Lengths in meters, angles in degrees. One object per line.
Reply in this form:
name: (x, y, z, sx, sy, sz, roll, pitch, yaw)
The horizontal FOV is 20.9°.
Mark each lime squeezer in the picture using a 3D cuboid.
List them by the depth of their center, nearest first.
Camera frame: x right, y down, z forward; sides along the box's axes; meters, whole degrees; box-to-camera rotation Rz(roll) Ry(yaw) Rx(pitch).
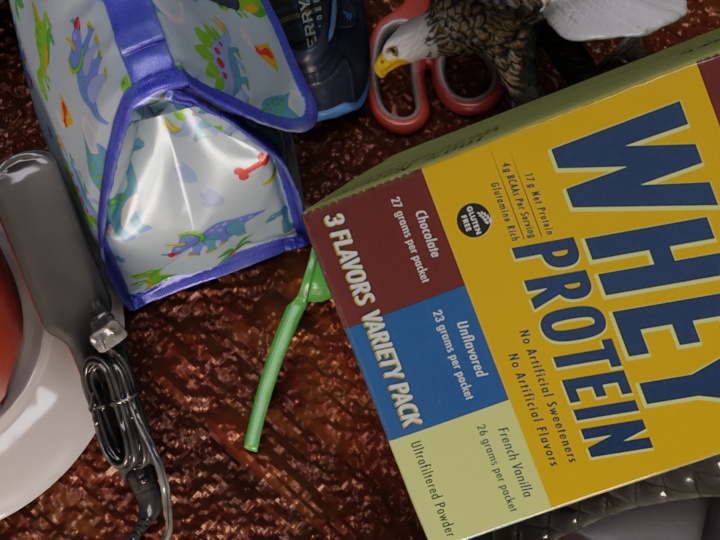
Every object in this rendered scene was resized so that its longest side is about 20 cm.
lime squeezer: (0.000, 0.000, 0.961, 0.200, 0.038, 0.071, -40, 100, -11)

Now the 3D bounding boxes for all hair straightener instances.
hair straightener: (-0.128, 0.041, 0.899, 0.041, 0.077, 0.201, -16, 94, -11)

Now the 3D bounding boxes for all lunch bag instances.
lunch bag: (-0.101, -0.105, 0.920, 0.127, 0.200, 0.171, -22, 66, -3)

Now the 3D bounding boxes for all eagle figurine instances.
eagle figurine: (0.047, -0.145, 0.922, 0.151, 0.152, 0.200, -34, 96, 4)

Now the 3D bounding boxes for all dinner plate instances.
dinner plate: (-0.217, 0.035, 0.971, 0.199, 0.024, 0.201, -2, 66, 5)

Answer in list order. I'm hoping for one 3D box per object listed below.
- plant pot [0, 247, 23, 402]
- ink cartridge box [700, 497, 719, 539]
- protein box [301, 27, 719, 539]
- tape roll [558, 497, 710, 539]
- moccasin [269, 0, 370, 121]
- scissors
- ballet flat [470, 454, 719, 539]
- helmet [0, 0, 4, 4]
plant pot: (-0.246, -0.002, 0.870, 0.200, 0.195, 0.202, -3, 67, 6)
ink cartridge box: (0.236, 0.164, 0.789, 0.199, 0.083, 0.146, 10, 35, 3)
protein box: (0.107, -0.008, 0.776, 0.198, 0.200, 0.136, -21, 95, 13)
tape roll: (0.146, 0.042, 0.920, 0.202, 0.037, 0.204, -2, 67, 5)
moccasin: (-0.034, -0.175, 1.009, 0.080, 0.068, 0.201, -23, 62, 2)
scissors: (0.036, -0.164, 1.030, 0.073, 0.014, 0.201, -5, 69, 7)
ballet flat: (0.119, 0.090, 0.820, 0.066, 0.200, 0.057, -27, 93, -48)
helmet: (-0.256, -0.199, 0.985, 0.199, 0.200, 0.192, 3, 75, 7)
